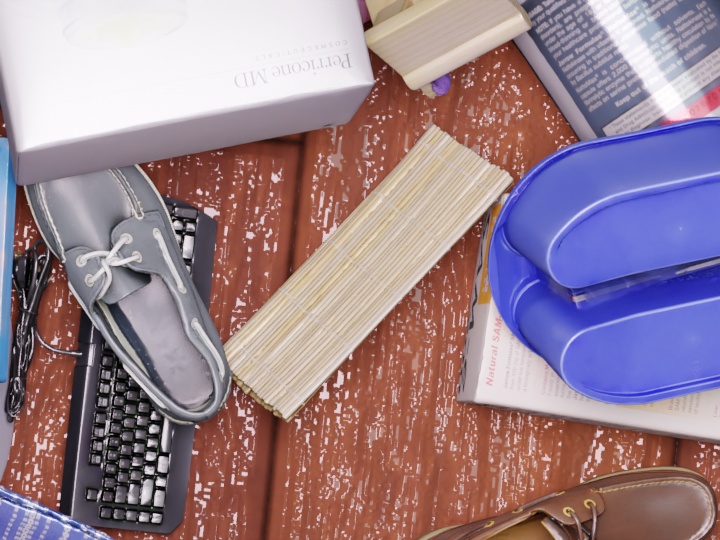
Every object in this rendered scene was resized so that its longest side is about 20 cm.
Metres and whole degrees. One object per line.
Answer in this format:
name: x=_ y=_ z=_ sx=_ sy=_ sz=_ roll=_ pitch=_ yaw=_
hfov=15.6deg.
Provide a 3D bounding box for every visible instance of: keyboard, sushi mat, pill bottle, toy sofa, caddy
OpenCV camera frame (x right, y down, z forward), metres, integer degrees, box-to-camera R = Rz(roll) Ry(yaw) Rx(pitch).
keyboard: x=-0.154 y=0.051 z=1.568 sx=0.126 sy=0.021 sz=0.201 roll=7 pitch=84 yaw=-16
sushi mat: x=0.000 y=0.000 z=1.567 sx=0.200 sy=0.096 sz=0.012 roll=-46 pitch=129 yaw=-7
pill bottle: x=0.148 y=-0.158 z=1.575 sx=0.119 sy=0.120 sz=0.201 roll=-34 pitch=91 yaw=-7
toy sofa: x=0.031 y=-0.207 z=1.534 sx=0.083 sy=0.098 sz=0.201 roll=-27 pitch=60 yaw=17
caddy: x=0.173 y=-0.008 z=1.503 sx=0.199 sy=0.105 sz=0.142 roll=-11 pitch=110 yaw=-7

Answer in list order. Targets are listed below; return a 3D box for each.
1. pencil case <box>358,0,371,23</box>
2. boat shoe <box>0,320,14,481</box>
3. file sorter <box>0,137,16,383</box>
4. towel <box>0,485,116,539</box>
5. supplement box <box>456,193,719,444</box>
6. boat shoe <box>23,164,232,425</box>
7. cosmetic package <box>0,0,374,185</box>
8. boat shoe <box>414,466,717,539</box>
pencil case: x=-0.091 y=-0.153 z=1.565 sx=0.199 sy=0.087 sz=0.088 roll=-23 pitch=89 yaw=-7
boat shoe: x=-0.242 y=0.034 z=1.552 sx=0.056 sy=0.069 sz=0.201 roll=-3 pitch=87 yaw=16
file sorter: x=-0.311 y=-0.012 z=1.480 sx=0.199 sy=0.123 sz=0.140 roll=1 pitch=85 yaw=18
towel: x=-0.247 y=0.181 z=1.529 sx=0.199 sy=0.024 sz=0.145 roll=24 pitch=110 yaw=-4
supplement box: x=0.167 y=0.033 z=1.587 sx=0.199 sy=0.074 sz=0.127 roll=10 pitch=86 yaw=-6
boat shoe: x=-0.133 y=0.001 z=1.528 sx=0.073 sy=0.062 sz=0.201 roll=-28 pitch=101 yaw=-4
cosmetic package: x=-0.113 y=-0.169 z=1.461 sx=0.198 sy=0.123 sz=0.201 roll=-12 pitch=86 yaw=-9
boat shoe: x=0.124 y=0.168 z=1.576 sx=0.199 sy=0.068 sz=0.072 roll=-15 pitch=88 yaw=-7
